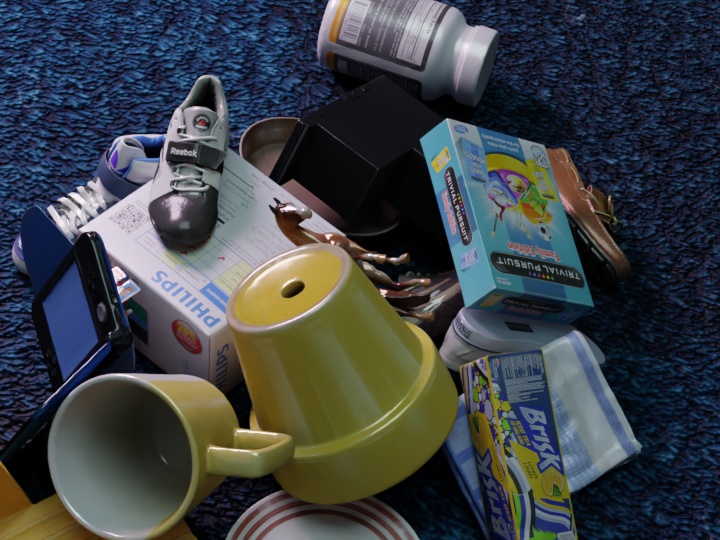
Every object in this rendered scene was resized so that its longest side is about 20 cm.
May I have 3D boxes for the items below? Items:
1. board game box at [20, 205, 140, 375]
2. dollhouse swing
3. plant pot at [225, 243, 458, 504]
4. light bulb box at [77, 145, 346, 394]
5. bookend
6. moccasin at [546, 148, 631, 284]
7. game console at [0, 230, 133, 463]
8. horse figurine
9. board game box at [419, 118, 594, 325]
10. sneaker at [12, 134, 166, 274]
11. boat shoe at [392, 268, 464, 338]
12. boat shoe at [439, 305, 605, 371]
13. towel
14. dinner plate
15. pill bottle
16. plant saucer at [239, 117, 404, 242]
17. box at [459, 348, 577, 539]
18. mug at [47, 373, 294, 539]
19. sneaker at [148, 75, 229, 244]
[{"bbox_3d":[-0.271,0.021,1.732,0.039,0.158,0.200,-29,57,-29],"label":"board game box"},{"bbox_3d":[-0.252,0.240,1.546,0.175,0.182,0.200,-33,58,-11],"label":"dollhouse swing"},{"bbox_3d":[-0.030,0.086,1.637,0.200,0.189,0.201,-19,31,12],"label":"plant pot"},{"bbox_3d":[-0.155,-0.001,1.788,0.198,0.125,0.200,37,54,23],"label":"light bulb box"},{"bbox_3d":[0.038,-0.098,1.860,0.200,0.092,0.199,37,32,11],"label":"bookend"},{"bbox_3d":[0.253,-0.064,1.939,0.077,0.074,0.202,-20,44,-11],"label":"moccasin"},{"bbox_3d":[-0.304,0.081,1.632,0.118,0.200,0.171,-9,72,-32],"label":"game console"},{"bbox_3d":[0.000,0.000,1.712,0.132,0.200,0.050,11,71,30],"label":"horse figurine"},{"bbox_3d":[0.153,-0.050,1.792,0.151,0.047,0.201,10,55,-41],"label":"board game box"},{"bbox_3d":[-0.279,-0.083,1.831,0.199,0.147,0.081,-20,54,-23],"label":"sneaker"},{"bbox_3d":[0.065,0.031,1.824,0.200,0.075,0.073,-31,59,-31],"label":"boat shoe"},{"bbox_3d":[0.161,0.096,1.782,0.201,0.086,0.075,9,35,-40],"label":"boat shoe"},{"bbox_3d":[0.175,0.162,1.708,0.200,0.024,0.147,-27,91,-26],"label":"towel"},{"bbox_3d":[-0.034,0.288,1.617,0.199,0.024,0.201,4,49,-4],"label":"dinner plate"},{"bbox_3d":[0.058,-0.271,2.062,0.199,0.117,0.117,19,49,9],"label":"pill bottle"},{"bbox_3d":[-0.046,-0.095,1.914,0.200,0.035,0.201,19,36,-15],"label":"plant saucer"},{"bbox_3d":[0.151,0.181,1.644,0.064,0.070,0.201,-5,80,-21],"label":"box"},{"bbox_3d":[-0.170,0.170,1.575,0.186,0.150,0.153,35,15,14],"label":"mug"},{"bbox_3d":[-0.173,-0.118,1.750,0.074,0.089,0.201,6,49,-3],"label":"sneaker"}]
